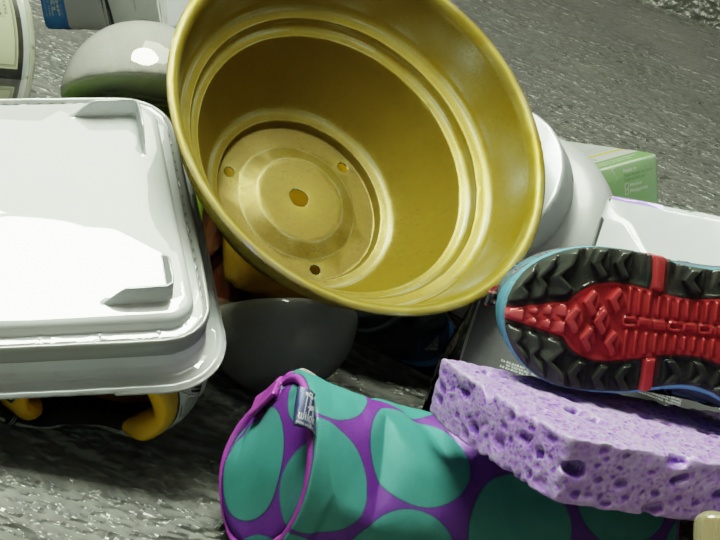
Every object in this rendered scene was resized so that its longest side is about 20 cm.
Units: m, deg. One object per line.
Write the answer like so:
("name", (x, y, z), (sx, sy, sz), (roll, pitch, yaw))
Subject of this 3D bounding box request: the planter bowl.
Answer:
("planter bowl", (-0.016, -0.051, 1.106), (0.199, 0.083, 0.202), (14, 57, -22))

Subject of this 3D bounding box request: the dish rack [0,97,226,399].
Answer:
("dish rack", (-0.165, -0.020, 1.027), (0.198, 0.044, 0.172), (-3, 50, -15))

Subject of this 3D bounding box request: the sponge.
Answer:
("sponge", (0.140, 0.081, 0.980), (0.199, 0.030, 0.111), (11, 9, -28))

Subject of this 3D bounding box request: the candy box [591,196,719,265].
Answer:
("candy box", (0.218, 0.046, 1.191), (0.167, 0.072, 0.200), (12, -18, 24))

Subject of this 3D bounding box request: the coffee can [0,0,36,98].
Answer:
("coffee can", (-0.301, -0.125, 1.256), (0.146, 0.147, 0.199), (31, 19, 34))

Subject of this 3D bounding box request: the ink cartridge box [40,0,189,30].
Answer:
("ink cartridge box", (-0.097, -0.192, 1.362), (0.144, 0.085, 0.200), (-11, 11, -25))

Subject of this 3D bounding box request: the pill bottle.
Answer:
("pill bottle", (0.094, -0.005, 1.237), (0.112, 0.112, 0.200), (29, -14, 30))

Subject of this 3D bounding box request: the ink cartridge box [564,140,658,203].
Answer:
("ink cartridge box", (0.070, -0.047, 1.436), (0.145, 0.048, 0.199), (-16, 17, -33))

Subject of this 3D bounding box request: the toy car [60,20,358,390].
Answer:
("toy car", (-0.097, -0.026, 1.201), (0.199, 0.177, 0.150), (9, -16, -32))

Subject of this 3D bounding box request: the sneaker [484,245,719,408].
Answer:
("sneaker", (0.154, 0.023, 1.027), (0.199, 0.080, 0.096), (14, 4, -11))

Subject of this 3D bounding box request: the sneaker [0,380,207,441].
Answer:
("sneaker", (-0.166, 0.024, 1.053), (0.198, 0.078, 0.082), (14, 27, -1))

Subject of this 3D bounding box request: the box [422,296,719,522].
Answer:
("box", (0.138, 0.076, 1.154), (0.199, 0.050, 0.158), (19, -15, -1))

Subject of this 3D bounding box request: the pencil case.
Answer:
("pencil case", (0.042, 0.101, 1.022), (0.199, 0.093, 0.085), (14, -27, -24))

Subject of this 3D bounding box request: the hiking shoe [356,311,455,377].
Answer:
("hiking shoe", (0.000, 0.000, 1.351), (0.087, 0.074, 0.200), (47, 7, -32))

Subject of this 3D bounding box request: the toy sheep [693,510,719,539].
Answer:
("toy sheep", (0.187, 0.168, 0.901), (0.199, 0.139, 0.138), (16, 15, -34))
